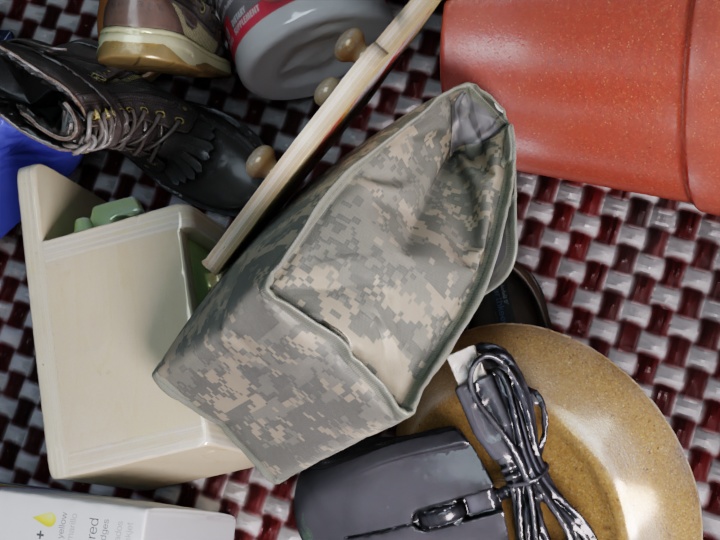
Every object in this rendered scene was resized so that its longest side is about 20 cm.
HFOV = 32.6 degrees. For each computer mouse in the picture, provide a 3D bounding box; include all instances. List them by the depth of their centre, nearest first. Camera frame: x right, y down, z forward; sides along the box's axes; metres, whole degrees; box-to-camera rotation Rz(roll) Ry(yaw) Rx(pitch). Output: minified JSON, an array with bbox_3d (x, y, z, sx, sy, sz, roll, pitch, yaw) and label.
[{"bbox_3d":[0.025,0.130,0.688,0.199,0.053,0.140,-24,91,42],"label":"computer mouse"}]

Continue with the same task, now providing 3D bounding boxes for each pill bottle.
[{"bbox_3d":[-0.058,-0.228,0.835,0.110,0.111,0.202,-23,73,9],"label":"pill bottle"}]

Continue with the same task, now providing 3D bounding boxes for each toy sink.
[{"bbox_3d":[-0.130,0.028,0.788,0.111,0.130,0.202,-14,73,12],"label":"toy sink"}]

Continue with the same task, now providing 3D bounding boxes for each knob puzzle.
[{"bbox_3d":[-0.031,-0.079,0.691,0.030,0.220,0.220,39,90,-3],"label":"knob puzzle"}]

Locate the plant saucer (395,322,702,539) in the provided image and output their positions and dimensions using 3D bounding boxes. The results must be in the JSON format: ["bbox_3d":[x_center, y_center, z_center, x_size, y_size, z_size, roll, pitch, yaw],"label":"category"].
[{"bbox_3d":[0.092,0.131,0.694,0.199,0.035,0.202,15,115,34],"label":"plant saucer"}]

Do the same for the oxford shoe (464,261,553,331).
[{"bbox_3d":[0.097,0.087,0.737,0.072,0.084,0.202,-19,75,7],"label":"oxford shoe"}]

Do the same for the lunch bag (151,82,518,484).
[{"bbox_3d":[0.000,0.000,0.685,0.117,0.164,0.201,41,55,-10],"label":"lunch bag"}]

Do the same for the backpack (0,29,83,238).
[{"bbox_3d":[-0.314,-0.129,0.855,0.162,0.168,0.201,-38,64,0],"label":"backpack"}]

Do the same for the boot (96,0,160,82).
[{"bbox_3d":[-0.172,-0.242,0.845,0.073,0.155,0.202,2,78,15],"label":"boot"}]

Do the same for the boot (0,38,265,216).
[{"bbox_3d":[-0.153,-0.088,0.779,0.199,0.174,0.070,31,101,1],"label":"boot"}]

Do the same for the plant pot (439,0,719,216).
[{"bbox_3d":[0.161,-0.130,0.720,0.193,0.201,0.203,8,80,25],"label":"plant pot"}]

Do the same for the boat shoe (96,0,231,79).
[{"bbox_3d":[-0.117,-0.157,0.778,0.072,0.200,0.066,6,98,-2],"label":"boat shoe"}]

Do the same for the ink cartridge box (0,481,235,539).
[{"bbox_3d":[-0.201,0.208,0.758,0.198,0.145,0.147,3,79,17],"label":"ink cartridge box"}]
